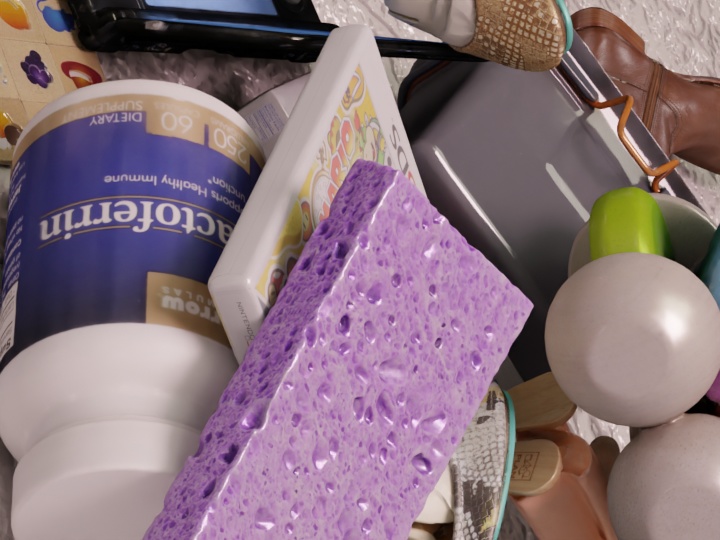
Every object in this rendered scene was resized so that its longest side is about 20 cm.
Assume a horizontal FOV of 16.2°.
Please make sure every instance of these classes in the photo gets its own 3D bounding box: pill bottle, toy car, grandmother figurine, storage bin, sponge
[{"bbox_3d":[-0.096,0.027,1.074,0.116,0.116,0.200,31,42,-36],"label":"pill bottle"},{"bbox_3d":[0.182,0.045,1.221,0.175,0.150,0.200,-53,123,-71],"label":"toy car"},{"bbox_3d":[0.124,0.144,1.285,0.200,0.061,0.121,52,53,-42],"label":"grandmother figurine"},{"bbox_3d":[0.090,-0.025,1.358,0.200,0.146,0.134,53,43,-8],"label":"storage bin"},{"bbox_3d":[-0.010,0.066,1.014,0.112,0.030,0.200,45,68,-43],"label":"sponge"}]

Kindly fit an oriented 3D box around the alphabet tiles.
[{"bbox_3d":[-0.193,-0.137,1.181,0.166,0.006,0.200,0,63,-54],"label":"alphabet tiles"}]

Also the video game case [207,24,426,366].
[{"bbox_3d":[-0.002,0.019,1.110,0.200,0.023,0.182,-67,144,-50],"label":"video game case"}]

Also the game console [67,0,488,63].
[{"bbox_3d":[-0.051,-0.161,1.284,0.200,0.116,0.176,-3,67,-57],"label":"game console"}]

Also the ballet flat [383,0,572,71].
[{"bbox_3d":[0.030,-0.153,1.278,0.065,0.071,0.200,-16,38,-25],"label":"ballet flat"}]

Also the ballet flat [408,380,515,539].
[{"bbox_3d":[0.029,0.137,1.165,0.072,0.072,0.200,26,61,-40],"label":"ballet flat"}]

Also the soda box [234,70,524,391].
[{"bbox_3d":[0.000,0.000,1.271,0.200,0.063,0.068,59,32,1],"label":"soda box"}]

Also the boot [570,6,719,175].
[{"bbox_3d":[0.189,-0.052,1.566,0.186,0.064,0.200,30,37,-17],"label":"boot"}]
